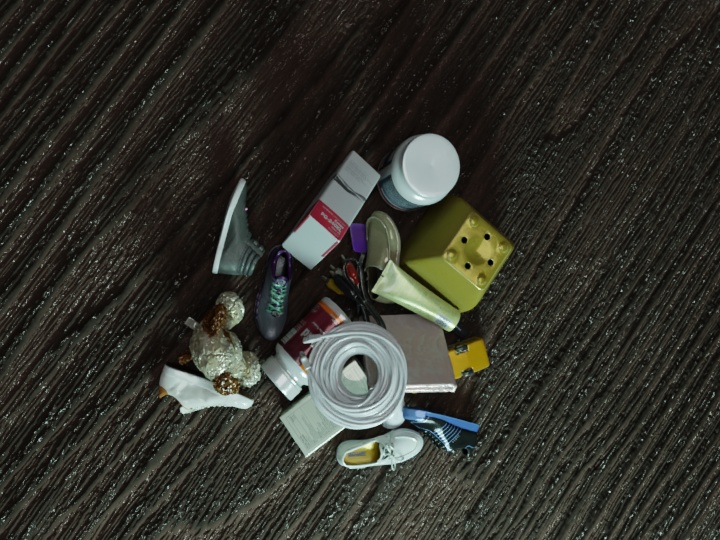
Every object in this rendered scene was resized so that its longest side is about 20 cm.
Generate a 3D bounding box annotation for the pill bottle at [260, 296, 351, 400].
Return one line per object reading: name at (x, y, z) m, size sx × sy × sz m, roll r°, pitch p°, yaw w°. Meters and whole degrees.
pill bottle at (-0.106, 0.163, 1.367) m, size 0.200 × 0.114 × 0.114 m, roll -45°, pitch 98°, yaw -9°

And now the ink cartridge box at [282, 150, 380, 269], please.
ink cartridge box at (-0.058, -0.123, 1.332) m, size 0.083 × 0.145 × 0.202 m, roll 38°, pitch 55°, yaw -9°

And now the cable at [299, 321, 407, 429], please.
cable at (-0.006, 0.201, 1.266) m, size 0.195 × 0.069 × 0.205 m, roll -18°, pitch 77°, yaw 0°

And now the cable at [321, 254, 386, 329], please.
cable at (0.003, 0.052, 1.390) m, size 0.097 × 0.050 × 0.201 m, roll -46°, pitch 78°, yaw 20°

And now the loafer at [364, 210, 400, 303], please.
loafer at (0.044, -0.025, 1.410) m, size 0.067 × 0.075 × 0.206 m, roll -15°, pitch 99°, yaw -45°

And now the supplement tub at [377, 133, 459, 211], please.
supplement tub at (0.119, -0.204, 1.378) m, size 0.136 × 0.200 × 0.145 m, roll 0°, pitch 90°, yaw -12°

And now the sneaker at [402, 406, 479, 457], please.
sneaker at (0.174, 0.355, 1.442) m, size 0.196 × 0.070 × 0.080 m, roll 19°, pitch 82°, yaw -20°

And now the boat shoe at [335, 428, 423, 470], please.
boat shoe at (0.048, 0.389, 1.413) m, size 0.196 × 0.086 × 0.077 m, roll -3°, pitch 90°, yaw -12°

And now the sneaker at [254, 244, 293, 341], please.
sneaker at (-0.179, 0.046, 1.366) m, size 0.072 × 0.087 × 0.206 m, roll 6°, pitch 88°, yaw -12°

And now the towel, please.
towel at (0.095, 0.174, 1.382) m, size 0.185 × 0.203 × 0.033 m, roll -1°, pitch 133°, yaw -7°

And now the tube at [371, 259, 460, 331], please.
tube at (0.123, 0.059, 1.400) m, size 0.197 × 0.052 × 0.059 m, roll 31°, pitch 54°, yaw -15°

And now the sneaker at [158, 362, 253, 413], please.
sneaker at (-0.319, 0.260, 1.346) m, size 0.195 × 0.073 × 0.087 m, roll 19°, pitch 89°, yaw 0°

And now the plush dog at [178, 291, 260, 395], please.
plush dog at (-0.287, 0.155, 1.296) m, size 0.157 × 0.172 × 0.205 m, roll -15°, pitch 93°, yaw -13°

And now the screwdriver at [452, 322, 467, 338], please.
screwdriver at (0.167, 0.082, 1.471) m, size 0.029 × 0.028 × 0.200 m, roll -41°, pitch 102°, yaw 19°

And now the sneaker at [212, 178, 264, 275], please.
sneaker at (-0.240, -0.083, 1.367) m, size 0.097 × 0.071 × 0.205 m, roll 14°, pitch 92°, yaw -13°

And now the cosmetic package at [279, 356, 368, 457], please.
cosmetic package at (-0.062, 0.283, 1.378) m, size 0.198 × 0.073 × 0.105 m, roll -36°, pitch 91°, yaw 0°

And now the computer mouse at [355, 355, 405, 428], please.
computer mouse at (0.057, 0.250, 1.438) m, size 0.107 × 0.044 × 0.205 m, roll -18°, pitch 93°, yaw -13°

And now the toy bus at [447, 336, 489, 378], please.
toy bus at (0.185, 0.207, 1.449) m, size 0.195 × 0.078 × 0.067 m, roll -17°, pitch 94°, yaw -12°

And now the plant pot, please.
plant pot at (0.215, -0.038, 1.398) m, size 0.193 × 0.200 × 0.197 m, roll 38°, pitch 81°, yaw -9°

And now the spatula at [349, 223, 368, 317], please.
spatula at (0.000, 0.000, 1.439) m, size 0.055 × 0.020 × 0.206 m, roll -1°, pitch 94°, yaw -37°
